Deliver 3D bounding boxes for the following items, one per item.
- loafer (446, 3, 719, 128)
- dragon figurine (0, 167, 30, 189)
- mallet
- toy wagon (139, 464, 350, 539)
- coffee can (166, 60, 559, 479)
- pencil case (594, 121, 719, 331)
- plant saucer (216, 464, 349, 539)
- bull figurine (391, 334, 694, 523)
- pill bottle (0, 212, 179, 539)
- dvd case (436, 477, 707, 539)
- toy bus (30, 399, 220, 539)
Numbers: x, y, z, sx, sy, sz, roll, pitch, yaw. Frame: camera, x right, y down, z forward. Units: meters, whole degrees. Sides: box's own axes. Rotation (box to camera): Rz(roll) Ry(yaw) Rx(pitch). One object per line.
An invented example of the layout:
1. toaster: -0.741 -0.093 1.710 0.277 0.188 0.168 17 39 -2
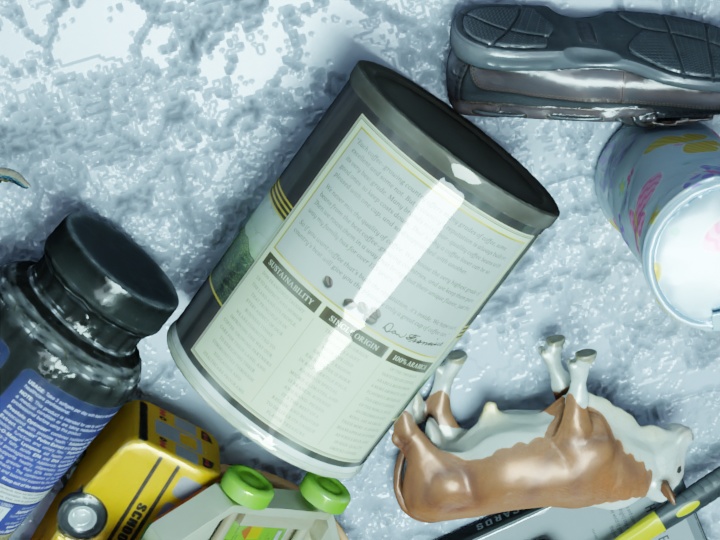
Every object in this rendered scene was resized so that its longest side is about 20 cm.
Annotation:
1. loafer: 0.149 -0.116 1.058 0.199 0.072 0.063 6 131 -4
2. dragon figurine: -0.281 -0.005 1.042 0.199 0.059 0.100 -14 113 -1
3. mallet: 0.197 0.178 1.167 0.199 0.041 0.066 -27 110 -1
4. toy wagon: -0.095 0.186 1.063 0.199 0.040 0.156 13 113 -48
5. coffee can: 0.000 0.000 1.033 0.146 0.147 0.200 33 104 -18
6. pencil case: 0.189 -0.031 1.021 0.083 0.200 0.091 2 105 -1
7. plant saucer: -0.098 0.215 1.166 0.199 0.037 0.201 -3 113 -7
8. bull figurine: 0.114 0.109 1.128 0.199 0.065 0.122 -12 107 6
9. pill bottle: -0.203 0.067 1.053 0.112 0.112 0.200 38 103 -19
10. dvd case: 0.144 0.220 1.207 0.199 0.025 0.151 -24 113 2
11. toy bus: -0.169 0.179 1.089 0.078 0.065 0.201 28 105 -17
